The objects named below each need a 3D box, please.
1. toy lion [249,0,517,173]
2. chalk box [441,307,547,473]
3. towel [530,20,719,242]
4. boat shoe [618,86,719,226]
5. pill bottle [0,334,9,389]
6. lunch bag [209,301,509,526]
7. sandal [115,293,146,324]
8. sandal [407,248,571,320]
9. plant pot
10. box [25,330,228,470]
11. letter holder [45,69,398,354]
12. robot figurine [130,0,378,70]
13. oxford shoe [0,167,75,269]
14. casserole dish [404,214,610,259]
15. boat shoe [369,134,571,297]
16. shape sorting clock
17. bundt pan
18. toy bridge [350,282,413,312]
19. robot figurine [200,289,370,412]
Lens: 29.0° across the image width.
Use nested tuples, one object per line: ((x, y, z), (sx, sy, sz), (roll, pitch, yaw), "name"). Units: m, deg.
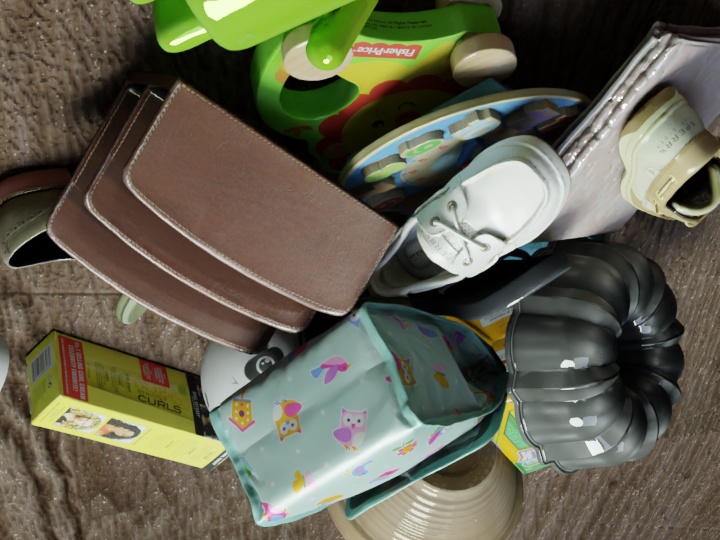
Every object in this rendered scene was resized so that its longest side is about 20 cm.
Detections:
((0.012, -0.129, 1.008), (0.199, 0.069, 0.192), (0, 150, -23), "toy lion")
((0.177, 0.103, 1.318), (0.124, 0.125, 0.200), (-24, 143, 16), "chalk box")
((0.208, -0.103, 1.045), (0.190, 0.032, 0.200), (-8, 142, -53), "towel")
((0.236, -0.067, 1.026), (0.074, 0.066, 0.200), (-43, 159, 6), "boat shoe")
((-0.374, 0.050, 1.076), (0.112, 0.113, 0.200), (-33, 140, 25), "pill bottle")
((0.011, 0.111, 1.081), (0.170, 0.123, 0.200), (-33, 161, 23), "lunch bag")
((-0.115, -0.006, 1.105), (0.200, 0.058, 0.080), (-30, -176, 21), "sandal")
((0.089, 0.005, 1.088), (0.076, 0.043, 0.200), (-32, -170, -26), "sandal")
((0.069, 0.184, 1.323), (0.199, 0.202, 0.093), (0, 145, -18), "plant pot")
((-0.205, 0.121, 1.263), (0.199, 0.076, 0.050), (23, 129, -38), "box")
((-0.100, -0.026, 0.981), (0.199, 0.100, 0.143), (33, 84, -29), "letter holder")
((-0.045, -0.207, 0.831), (0.199, 0.116, 0.176), (-22, 136, 10), "robot figurine")
((-0.176, -0.039, 1.051), (0.198, 0.075, 0.071), (-12, 144, -4), "oxford shoe")
((0.137, -0.034, 1.194), (0.198, 0.039, 0.121), (-5, 144, -13), "casserole dish")
((0.073, -0.026, 0.990), (0.069, 0.071, 0.200), (-40, 180, -38), "boat shoe")
((0.080, -0.084, 1.031), (0.199, 0.039, 0.200), (-18, 163, -6), "shape sorting clock")
((0.204, 0.069, 1.142), (0.075, 0.203, 0.202), (-1, 157, 39), "bundt pan")
((0.000, 0.000, 1.178), (0.067, 0.027, 0.200), (-49, 139, 8), "toy bridge")
((-0.043, 0.097, 1.236), (0.199, 0.151, 0.125), (12, 150, -32), "robot figurine")
